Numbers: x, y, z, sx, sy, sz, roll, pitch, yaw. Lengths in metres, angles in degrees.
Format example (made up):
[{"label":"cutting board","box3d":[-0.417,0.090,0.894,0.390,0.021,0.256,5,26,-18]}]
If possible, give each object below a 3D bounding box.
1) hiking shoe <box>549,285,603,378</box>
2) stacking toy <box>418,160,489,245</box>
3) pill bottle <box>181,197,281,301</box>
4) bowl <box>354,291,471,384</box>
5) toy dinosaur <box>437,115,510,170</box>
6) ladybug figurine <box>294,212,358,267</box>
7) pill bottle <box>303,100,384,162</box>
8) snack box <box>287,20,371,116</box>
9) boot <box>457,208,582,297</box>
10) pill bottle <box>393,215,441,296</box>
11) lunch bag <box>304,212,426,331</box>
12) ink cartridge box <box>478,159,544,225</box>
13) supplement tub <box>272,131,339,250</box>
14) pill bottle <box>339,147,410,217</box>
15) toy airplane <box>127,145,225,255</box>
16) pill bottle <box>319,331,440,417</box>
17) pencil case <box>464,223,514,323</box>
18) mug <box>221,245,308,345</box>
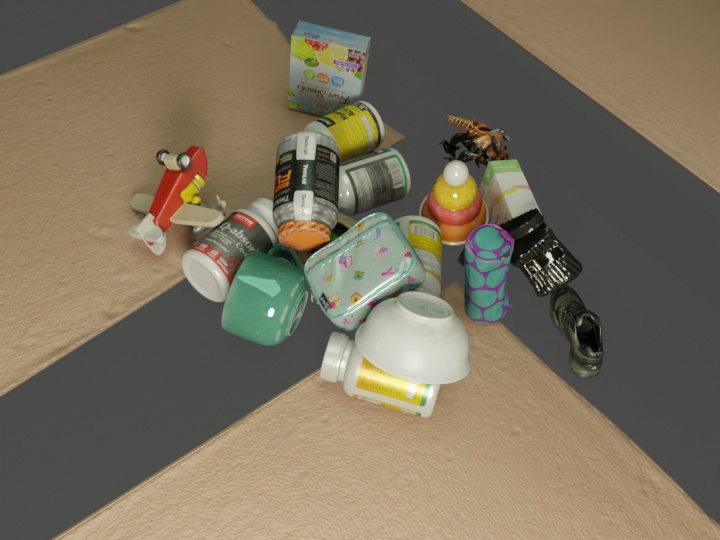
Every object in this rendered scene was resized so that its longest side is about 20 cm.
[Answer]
[{"label":"hiking shoe","box3d":[0.415,0.096,1.444,0.075,0.101,0.200,-3,52,-11]},{"label":"stacking toy","box3d":[0.190,-0.155,1.536,0.146,0.200,0.147,-1,61,3]},{"label":"pill bottle","box3d":[-0.230,-0.044,1.450,0.116,0.116,0.200,32,55,16]},{"label":"bowl","box3d":[0.096,0.096,1.272,0.200,0.091,0.201,11,24,-5]},{"label":"toy dinosaur","box3d":[0.248,-0.281,1.688,0.200,0.136,0.102,46,28,-24]},{"label":"ladybug figurine","box3d":[-0.049,-0.037,1.490,0.136,0.072,0.200,-40,67,-14]},{"label":"pill bottle","box3d":[-0.054,-0.281,1.666,0.200,0.111,0.111,-31,62,-28]},{"label":"snack box","box3d":[-0.073,-0.441,1.730,0.168,0.200,0.068,14,51,4]},{"label":"boot","box3d":[0.309,-0.013,1.511,0.158,0.211,0.079,51,43,-15]},{"label":"pill bottle","box3d":[0.096,0.005,1.452,0.112,0.113,0.200,7,51,-2]},{"label":"lunch bag","box3d":[0.000,0.000,1.365,0.200,0.077,0.161,-33,58,6]},{"label":"ink cartridge box","box3d":[0.307,-0.117,1.584,0.067,0.117,0.200,-5,52,-13]},{"label":"supplement tub","box3d":[-0.101,-0.147,1.437,0.122,0.123,0.201,3,66,-6]},{"label":"pill bottle","box3d":[-0.007,-0.174,1.586,0.200,0.113,0.113,-20,57,-22]},{"label":"toy airplane","box3d":[-0.352,-0.119,1.487,0.199,0.141,0.200,-33,57,17]},{"label":"pill bottle","box3d":[0.037,0.172,1.322,0.199,0.113,0.113,15,51,4]},{"label":"pencil case","box3d":[0.237,0.010,1.422,0.092,0.200,0.085,-15,51,-7]},{"label":"mug","box3d":[-0.154,0.040,1.362,0.114,0.152,0.185,22,82,6]}]
